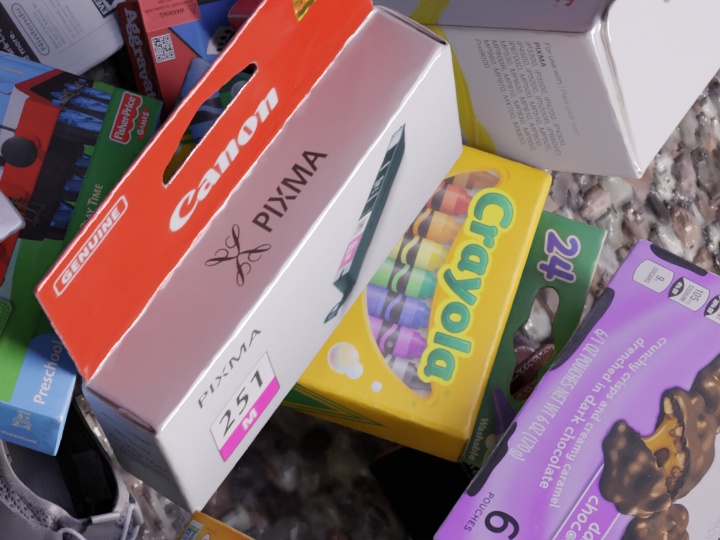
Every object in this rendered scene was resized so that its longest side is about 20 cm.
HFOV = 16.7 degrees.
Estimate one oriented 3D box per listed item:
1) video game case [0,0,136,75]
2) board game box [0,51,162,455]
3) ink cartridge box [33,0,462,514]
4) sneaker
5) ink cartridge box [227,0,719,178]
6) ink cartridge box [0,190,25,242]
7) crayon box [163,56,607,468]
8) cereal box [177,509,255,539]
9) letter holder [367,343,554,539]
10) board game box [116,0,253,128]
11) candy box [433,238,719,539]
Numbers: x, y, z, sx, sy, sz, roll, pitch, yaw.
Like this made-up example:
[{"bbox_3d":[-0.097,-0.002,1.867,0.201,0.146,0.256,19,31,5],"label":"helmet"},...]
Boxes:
[{"bbox_3d":[-0.199,-0.155,1.072,0.182,0.023,0.201,-40,100,-43],"label":"video game case"},{"bbox_3d":[-0.193,-0.028,0.960,0.199,0.037,0.152,16,60,-4],"label":"board game box"},{"bbox_3d":[-0.035,-0.022,0.953,0.043,0.174,0.200,31,73,17],"label":"ink cartridge box"},{"bbox_3d":[-0.120,0.122,0.981,0.075,0.082,0.201,-25,89,-43],"label":"sneaker"},{"bbox_3d":[0.065,-0.122,1.109,0.145,0.199,0.084,-51,133,-34],"label":"ink cartridge box"},{"bbox_3d":[-0.248,-0.048,0.919,0.161,0.050,0.200,-37,88,-27],"label":"ink cartridge box"},{"bbox_3d":[0.000,0.000,1.069,0.199,0.052,0.127,18,74,2],"label":"crayon box"},{"bbox_3d":[-0.077,0.193,0.897,0.039,0.144,0.201,36,80,-23],"label":"cereal box"},{"bbox_3d":[0.124,0.131,1.171,0.142,0.100,0.201,-35,96,-45],"label":"letter holder"},{"bbox_3d":[-0.025,-0.097,1.180,0.199,0.019,0.104,-20,101,-43],"label":"board game box"},{"bbox_3d":[0.158,0.106,1.008,0.199,0.072,0.168,27,66,22],"label":"candy box"}]
